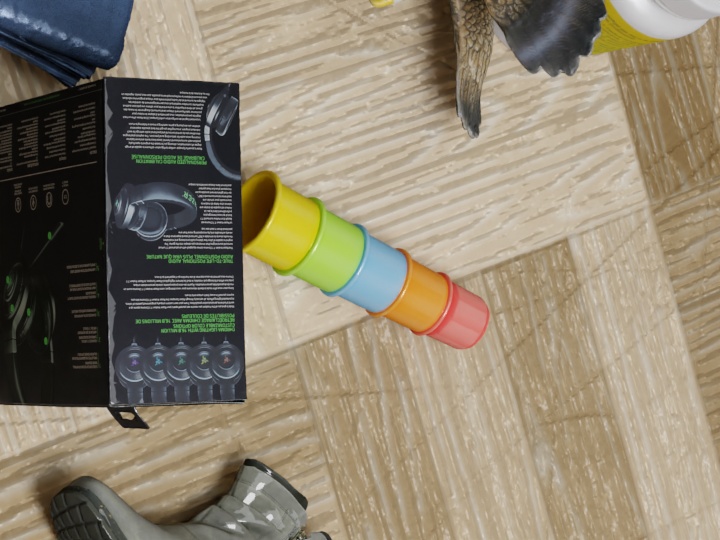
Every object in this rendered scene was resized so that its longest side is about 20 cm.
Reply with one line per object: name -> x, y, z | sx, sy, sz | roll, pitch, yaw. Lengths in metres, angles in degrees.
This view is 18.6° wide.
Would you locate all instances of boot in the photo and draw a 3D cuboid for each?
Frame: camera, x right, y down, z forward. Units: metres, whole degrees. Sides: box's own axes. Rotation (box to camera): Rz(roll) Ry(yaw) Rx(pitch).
boot -> -0.103, 0.168, 1.403 | 0.200, 0.068, 0.131 | 52, 58, -28

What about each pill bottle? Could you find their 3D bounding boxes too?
pill bottle -> 0.181, -0.211, 1.515 | 0.114, 0.200, 0.115 | 1, 87, -32

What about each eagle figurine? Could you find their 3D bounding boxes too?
eagle figurine -> 0.071, -0.207, 1.483 | 0.151, 0.152, 0.200 | -41, 94, 10

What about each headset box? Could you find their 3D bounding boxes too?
headset box -> -0.147, -0.005, 1.309 | 0.092, 0.174, 0.201 | 0, 87, -31

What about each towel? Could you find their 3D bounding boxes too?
towel -> -0.230, -0.200, 1.337 | 0.200, 0.048, 0.112 | 26, 64, -28

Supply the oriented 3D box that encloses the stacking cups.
stacking cups -> 0.000, 0.000, 1.481 | 0.200, 0.060, 0.061 | 28, 73, -34
